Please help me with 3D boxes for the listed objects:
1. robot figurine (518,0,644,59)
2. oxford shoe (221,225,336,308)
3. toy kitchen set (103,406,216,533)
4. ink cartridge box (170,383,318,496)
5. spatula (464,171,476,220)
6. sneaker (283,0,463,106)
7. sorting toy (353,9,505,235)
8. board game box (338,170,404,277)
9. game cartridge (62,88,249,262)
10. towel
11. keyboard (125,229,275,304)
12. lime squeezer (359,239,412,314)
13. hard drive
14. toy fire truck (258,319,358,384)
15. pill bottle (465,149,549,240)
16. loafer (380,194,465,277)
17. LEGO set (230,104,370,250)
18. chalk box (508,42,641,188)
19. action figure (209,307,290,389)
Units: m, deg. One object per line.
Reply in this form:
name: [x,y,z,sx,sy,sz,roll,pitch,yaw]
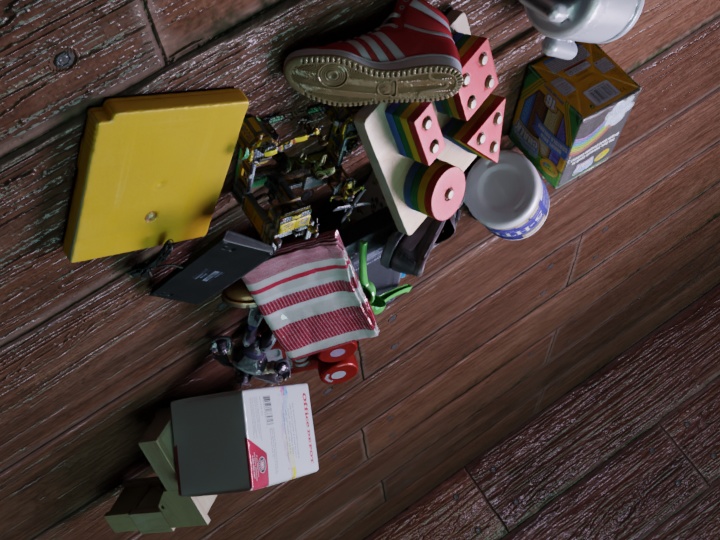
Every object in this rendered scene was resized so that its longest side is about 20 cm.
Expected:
robot figurine: [0.280,-0.344,1.075,0.197,0.113,0.172,-11,138,-44]
oxford shoe: [-0.109,-0.010,1.194,0.198,0.071,0.073,-27,134,-32]
toy kitchen set: [-0.333,0.304,1.424,0.196,0.183,0.164,-12,-153,25]
ink cartridge box: [-0.178,0.264,1.363,0.142,0.149,0.199,-12,170,27]
spatula: [0.176,-0.115,1.429,0.057,0.021,0.200,-45,155,5]
sneaker: [0.012,-0.248,0.958,0.195,0.115,0.072,1,149,-7]
sorting toy: [0.105,-0.170,1.057,0.201,0.069,0.200,-50,141,-20]
board game box: [0.047,-0.072,1.283,0.146,0.065,0.202,-10,144,-43]
game cartridge: [-0.221,-0.102,0.923,0.174,0.033,0.202,-15,144,-40]
towel: [-0.066,0.040,1.144,0.141,0.023,0.202,-16,133,9]
keyboard: [-0.200,-0.006,1.031,0.125,0.021,0.199,13,151,-35]
lime squeezer: [0.022,0.024,1.190,0.070,0.038,0.200,-42,152,3]
hard drive: [0.000,0.000,1.215,0.133,0.043,0.202,-28,150,-22]
toy fire truck: [-0.095,0.110,1.365,0.164,0.114,0.201,-13,150,-7]
pill bottle: [0.244,-0.114,1.396,0.119,0.120,0.199,-42,163,11]
loafer: [0.099,-0.051,1.177,0.200,0.062,0.073,-43,155,-44]
LEGO set: [-0.056,-0.110,1.017,0.197,0.117,0.155,-16,148,-38]
chalk box: [0.315,-0.224,1.314,0.123,0.125,0.202,-28,154,-21]
action figure: [-0.154,0.107,1.268,0.127,0.070,0.202,15,128,-14]
